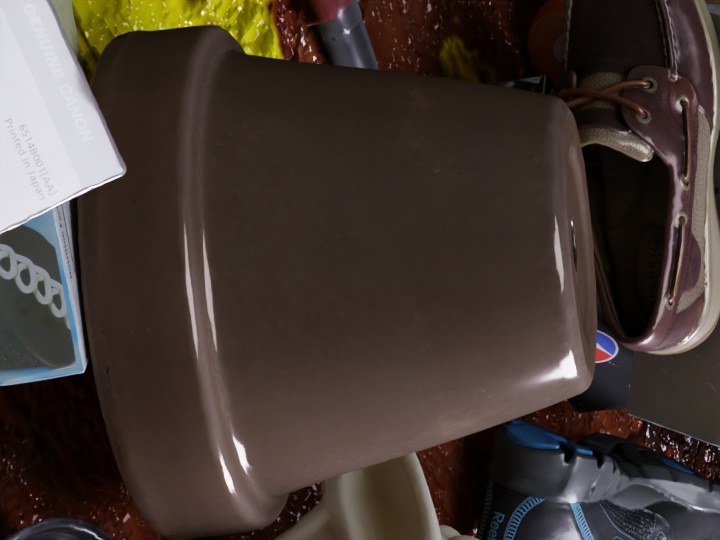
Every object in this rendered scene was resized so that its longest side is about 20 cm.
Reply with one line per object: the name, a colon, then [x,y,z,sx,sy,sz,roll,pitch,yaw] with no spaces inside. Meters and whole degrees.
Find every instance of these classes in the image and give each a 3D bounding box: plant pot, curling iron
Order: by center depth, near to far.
plant pot: [0.000,0.000,1.062,0.200,0.173,0.202,-4,90,-81]
curling iron: [-0.021,-0.113,1.212,0.050,0.026,0.200,-44,134,-17]

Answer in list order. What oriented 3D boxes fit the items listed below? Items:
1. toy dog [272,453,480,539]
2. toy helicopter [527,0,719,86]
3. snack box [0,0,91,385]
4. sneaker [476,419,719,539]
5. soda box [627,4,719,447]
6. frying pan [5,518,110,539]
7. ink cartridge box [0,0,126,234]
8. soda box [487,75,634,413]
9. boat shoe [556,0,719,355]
toy dog: [0.038,0.187,1.165,0.140,0.194,0.200,-44,140,3]
toy helicopter: [0.158,-0.070,1.374,0.079,0.131,0.201,-70,157,-54]
snack box: [-0.127,-0.071,1.009,0.116,0.037,0.201,-82,163,-75]
sneaker: [0.121,0.128,1.392,0.199,0.073,0.082,14,96,-48]
soda box: [0.180,-0.022,1.298,0.063,0.068,0.202,-4,105,-39]
frying pan: [-0.125,0.186,1.062,0.115,0.031,0.191,-27,121,-49]
ink cartridge box: [-0.192,-0.083,0.876,0.176,0.045,0.201,-28,98,-32]
soda box: [0.098,-0.009,1.331,0.200,0.070,0.064,50,43,-45]
boat shoe: [0.121,-0.062,1.243,0.072,0.072,0.202,-1,87,-63]
